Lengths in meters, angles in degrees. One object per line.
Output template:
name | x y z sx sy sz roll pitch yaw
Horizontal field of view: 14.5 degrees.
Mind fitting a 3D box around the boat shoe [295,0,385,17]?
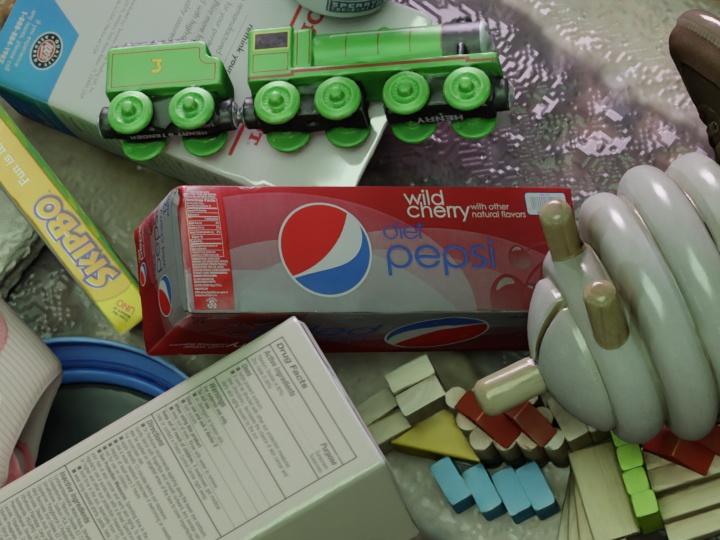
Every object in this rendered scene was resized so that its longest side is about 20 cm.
boat shoe | -0.028 -0.216 1.375 0.071 0.091 0.200 -9 43 -23

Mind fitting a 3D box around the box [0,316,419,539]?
box | -0.085 0.118 1.252 0.200 0.078 0.095 -29 56 -4

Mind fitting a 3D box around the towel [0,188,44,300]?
towel | -0.254 0.013 1.415 0.132 0.034 0.200 35 82 15

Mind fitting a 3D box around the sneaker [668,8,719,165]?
sneaker | 0.199 -0.036 1.330 0.076 0.070 0.200 -42 71 3

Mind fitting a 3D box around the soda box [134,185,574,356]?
soda box | 0.000 0.000 1.310 0.199 0.070 0.064 0 72 -22

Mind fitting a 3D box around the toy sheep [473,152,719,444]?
toy sheep | 0.141 0.012 1.254 0.200 0.138 0.138 -21 72 0

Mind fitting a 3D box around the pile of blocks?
pile of blocks | 0.088 0.088 1.319 0.199 0.062 0.082 6 76 12

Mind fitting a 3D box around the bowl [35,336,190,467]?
bowl | -0.140 0.133 1.359 0.200 0.039 0.201 -3 75 9

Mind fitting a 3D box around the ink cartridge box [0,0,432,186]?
ink cartridge box | -0.070 -0.101 1.395 0.200 0.067 0.116 23 80 15

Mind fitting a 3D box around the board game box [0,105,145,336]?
board game box | -0.156 -0.040 1.350 0.030 0.096 0.200 -41 92 -2

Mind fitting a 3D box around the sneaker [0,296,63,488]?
sneaker | -0.218 0.096 1.322 0.105 0.075 0.200 38 95 1

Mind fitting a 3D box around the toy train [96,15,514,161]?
toy train | -0.027 -0.088 1.330 0.199 0.042 0.057 -4 64 8
